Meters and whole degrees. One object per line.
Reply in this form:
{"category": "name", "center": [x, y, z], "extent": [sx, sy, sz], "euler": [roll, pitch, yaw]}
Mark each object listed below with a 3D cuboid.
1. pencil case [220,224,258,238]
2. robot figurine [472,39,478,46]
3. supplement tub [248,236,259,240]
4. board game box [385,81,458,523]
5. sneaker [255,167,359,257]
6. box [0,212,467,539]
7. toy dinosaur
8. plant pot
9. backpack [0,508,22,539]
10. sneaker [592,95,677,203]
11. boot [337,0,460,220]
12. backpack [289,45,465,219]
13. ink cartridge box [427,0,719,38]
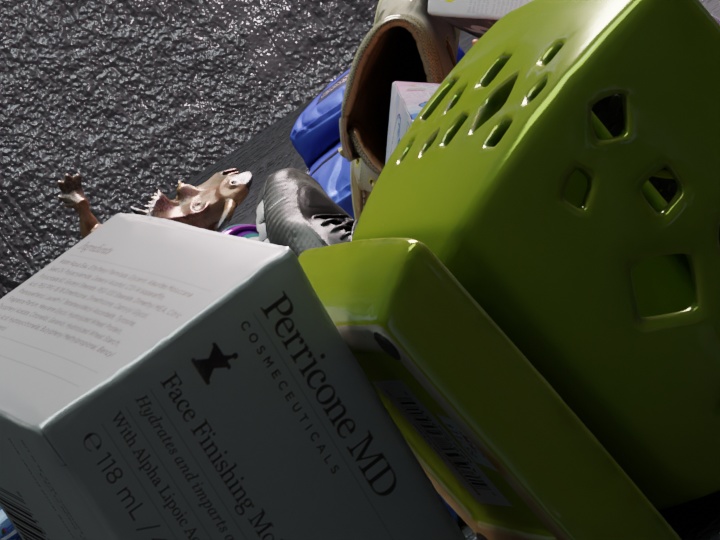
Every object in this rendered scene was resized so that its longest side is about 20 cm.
{"category": "pencil case", "center": [-0.113, 0.055, 1.836], "extent": [0.200, 0.092, 0.085], "euler": [-45, 32, 39]}
{"category": "robot figurine", "center": [0.141, -0.060, 1.411], "extent": [0.144, 0.200, 0.117], "euler": [32, -99, -58]}
{"category": "supplement tub", "center": [-0.104, 0.084, 1.642], "extent": [0.200, 0.132, 0.132], "euler": [-36, 9, -13]}
{"category": "board game box", "center": [0.032, 0.012, 1.374], "extent": [0.043, 0.201, 0.199], "euler": [4, 10, -4]}
{"category": "sneaker", "center": [0.000, 0.000, 1.557], "extent": [0.066, 0.200, 0.091], "euler": [8, -48, -34]}
{"category": "box", "center": [-0.069, 0.095, 1.158], "extent": [0.131, 0.199, 0.200], "euler": [-37, 19, -17]}
{"category": "toy dinosaur", "center": [-0.144, 0.019, 1.719], "extent": [0.086, 0.201, 0.135], "euler": [6, 14, -28]}
{"category": "plant pot", "center": [0.093, 0.013, 1.127], "extent": [0.181, 0.200, 0.199], "euler": [-44, 11, -13]}
{"category": "backpack", "center": [-0.159, 0.180, 1.342], "extent": [0.182, 0.135, 0.200], "euler": [-40, 13, -26]}
{"category": "sneaker", "center": [0.156, -0.063, 1.285], "extent": [0.078, 0.200, 0.085], "euler": [-58, 11, 28]}
{"category": "boot", "center": [0.024, -0.069, 1.607], "extent": [0.072, 0.201, 0.155], "euler": [5, 16, 5]}
{"category": "backpack", "center": [0.033, -0.059, 1.791], "extent": [0.162, 0.168, 0.200], "euler": [-38, 8, 26]}
{"category": "ink cartridge box", "center": [0.141, -0.134, 1.579], "extent": [0.200, 0.197, 0.047], "euler": [8, 82, 49]}
